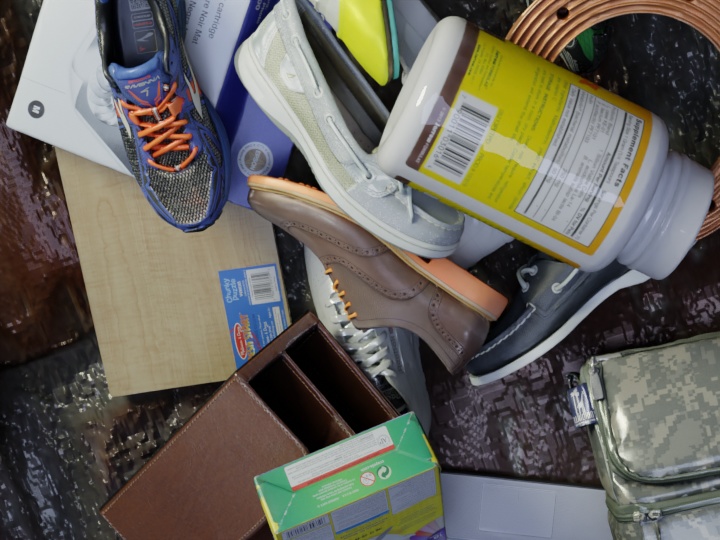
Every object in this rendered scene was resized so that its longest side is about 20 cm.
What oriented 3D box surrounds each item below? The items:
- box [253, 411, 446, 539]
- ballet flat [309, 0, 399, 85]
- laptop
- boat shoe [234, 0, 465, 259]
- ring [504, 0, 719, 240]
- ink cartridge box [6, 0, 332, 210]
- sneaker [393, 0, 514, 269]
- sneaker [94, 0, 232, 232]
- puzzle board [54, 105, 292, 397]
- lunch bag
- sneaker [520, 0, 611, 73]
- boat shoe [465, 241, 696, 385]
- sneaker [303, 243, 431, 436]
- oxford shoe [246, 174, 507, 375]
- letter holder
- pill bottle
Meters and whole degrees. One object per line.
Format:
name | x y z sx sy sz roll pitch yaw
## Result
box | 0.000 0.176 1.115 0.116 0.201 0.049 -21 59 -7
ballet flat | -0.014 -0.218 1.086 0.066 0.067 0.203 -4 78 -4
laptop | 0.101 0.267 1.211 0.184 0.116 0.203 5 106 4
boat shoe | 0.000 -0.094 1.089 0.202 0.074 0.065 50 124 9
ring | 0.182 -0.107 1.078 0.197 0.019 0.203 2 114 4
ink cartridge box | -0.127 -0.159 1.145 0.198 0.041 0.202 19 102 2
sneaker | 0.047 -0.094 1.138 0.115 0.074 0.201 -34 100 11
sneaker | -0.141 -0.120 1.093 0.074 0.078 0.202 -16 99 9
puzzle board | -0.134 -0.012 1.212 0.149 0.017 0.203 -9 105 7
lunch bag | 0.256 0.126 1.150 0.197 0.139 0.170 -13 86 8
sneaker | 0.102 -0.218 1.105 0.085 0.078 0.201 -33 93 24
boat shoe | 0.146 0.004 1.158 0.199 0.076 0.061 -38 100 3
sneaker | 0.007 0.051 1.181 0.075 0.081 0.202 -17 102 12
oxford shoe | 0.000 0.000 1.123 0.198 0.071 0.073 30 90 4
letter holder | -0.067 0.153 1.159 0.142 0.100 0.200 48 129 2
pill bottle | 0.118 -0.071 1.029 0.198 0.109 0.110 26 107 -6
